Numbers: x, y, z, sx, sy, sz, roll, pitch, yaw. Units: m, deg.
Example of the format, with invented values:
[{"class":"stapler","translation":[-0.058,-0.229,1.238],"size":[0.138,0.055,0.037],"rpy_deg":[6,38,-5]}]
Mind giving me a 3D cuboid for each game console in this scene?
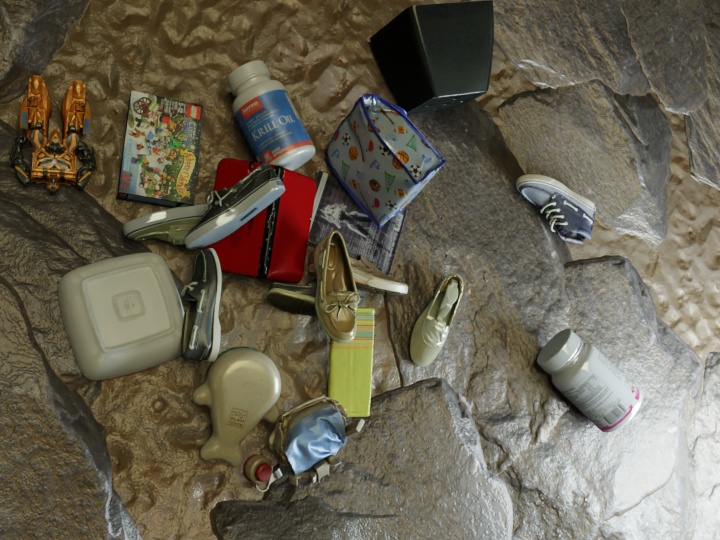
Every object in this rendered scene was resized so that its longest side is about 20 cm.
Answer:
[{"class":"game console","translation":[-0.182,-0.088,1.572],"size":[0.170,0.119,0.203],"rpy_deg":[8,87,3]}]

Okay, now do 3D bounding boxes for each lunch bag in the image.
[{"class":"lunch bag","translation":[0.037,-0.219,1.648],"size":[0.200,0.170,0.124],"rpy_deg":[47,48,4]}]

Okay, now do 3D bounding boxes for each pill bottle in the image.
[{"class":"pill bottle","translation":[0.457,0.219,1.725],"size":[0.200,0.113,0.114],"rpy_deg":[44,64,-5]},{"class":"pill bottle","translation":[-0.175,-0.288,1.626],"size":[0.111,0.112,0.202],"rpy_deg":[-25,84,-26]}]

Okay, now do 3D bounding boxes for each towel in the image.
[{"class":"towel","translation":[-0.020,0.167,1.571],"size":[0.085,0.018,0.203],"rpy_deg":[2,91,-21]}]

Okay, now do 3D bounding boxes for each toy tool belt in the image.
[{"class":"toy tool belt","translation":[-0.095,0.301,1.458],"size":[0.199,0.122,0.126],"rpy_deg":[-36,116,-27]}]

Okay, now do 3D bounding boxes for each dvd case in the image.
[{"class":"dvd case","translation":[-0.015,-0.091,1.684],"size":[0.198,0.016,0.150],"rpy_deg":[23,68,-15]}]

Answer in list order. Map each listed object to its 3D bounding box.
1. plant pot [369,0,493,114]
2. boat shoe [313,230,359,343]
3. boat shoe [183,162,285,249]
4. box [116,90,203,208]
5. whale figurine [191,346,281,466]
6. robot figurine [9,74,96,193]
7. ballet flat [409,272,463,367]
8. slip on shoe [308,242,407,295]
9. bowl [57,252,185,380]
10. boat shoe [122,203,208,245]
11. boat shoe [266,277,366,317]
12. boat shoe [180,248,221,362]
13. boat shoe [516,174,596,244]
[{"class":"plant pot","translation":[0.158,-0.429,1.766],"size":[0.198,0.199,0.180],"rpy_deg":[-11,89,-24]},{"class":"boat shoe","translation":[-0.044,0.029,1.531],"size":[0.072,0.063,0.202],"rpy_deg":[-4,67,-22]},{"class":"boat shoe","translation":[-0.228,-0.113,1.479],"size":[0.198,0.074,0.068],"rpy_deg":[-36,78,8]},{"class":"box","translation":[-0.364,-0.218,1.570],"size":[0.135,0.038,0.202],"rpy_deg":[8,72,-19]},{"class":"whale figurine","translation":[-0.216,0.229,1.477],"size":[0.157,0.104,0.202],"rpy_deg":[15,93,-20]},{"class":"robot figurine","translation":[-0.533,-0.235,1.496],"size":[0.143,0.058,0.203],"rpy_deg":[2,73,-20]},{"class":"ballet flat","translation":[0.152,0.091,1.669],"size":[0.069,0.069,0.202],"rpy_deg":[29,66,-11]},{"class":"slip on shoe","translation":[0.000,0.000,1.632],"size":[0.198,0.076,0.061],"rpy_deg":[14,79,-9]},{"class":"bowl","translation":[-0.396,0.067,1.453],"size":[0.198,0.075,0.202],"rpy_deg":[-15,79,-26]},{"class":"boat shoe","translation":[-0.320,-0.077,1.528],"size":[0.198,0.072,0.063],"rpy_deg":[-14,87,-26]},{"class":"boat shoe","translation":[-0.078,0.047,1.591],"size":[0.199,0.072,0.067],"rpy_deg":[14,64,-23]},{"class":"boat shoe","translation":[-0.274,0.054,1.454],"size":[0.060,0.076,0.202],"rpy_deg":[7,63,-30]},{"class":"boat shoe","translation":[0.418,-0.128,1.834],"size":[0.198,0.075,0.094],"rpy_deg":[21,60,-16]}]
